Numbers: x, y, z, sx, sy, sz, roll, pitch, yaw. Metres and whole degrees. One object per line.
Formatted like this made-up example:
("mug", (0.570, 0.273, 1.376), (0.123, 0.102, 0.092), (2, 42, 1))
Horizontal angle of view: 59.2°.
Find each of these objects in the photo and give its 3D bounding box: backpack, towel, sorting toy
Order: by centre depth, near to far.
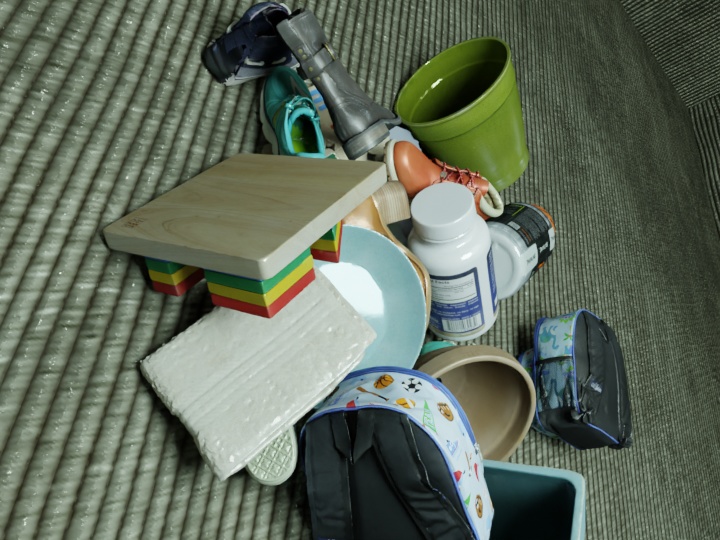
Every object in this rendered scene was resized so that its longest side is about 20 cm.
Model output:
("towel", (-0.090, 0.079, 0.596), (0.199, 0.035, 0.133), (-37, 73, -26))
("sorting toy", (-0.100, -0.040, 0.610), (0.199, 0.196, 0.071), (-44, 133, -45))
("backpack", (0.035, 0.190, 0.622), (0.155, 0.195, 0.194), (-63, 137, -58))
("backpack", (0.345, 0.176, 1.043), (0.181, 0.145, 0.204), (30, 56, -37))

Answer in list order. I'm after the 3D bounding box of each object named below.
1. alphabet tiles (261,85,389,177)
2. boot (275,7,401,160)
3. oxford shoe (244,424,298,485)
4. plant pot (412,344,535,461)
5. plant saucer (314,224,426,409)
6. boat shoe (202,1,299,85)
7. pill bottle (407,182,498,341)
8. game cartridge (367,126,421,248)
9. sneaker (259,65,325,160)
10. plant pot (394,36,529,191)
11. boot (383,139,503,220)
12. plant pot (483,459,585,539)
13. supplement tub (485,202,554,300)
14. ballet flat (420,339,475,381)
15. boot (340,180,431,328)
("alphabet tiles", (-0.030, -0.144, 0.829), (0.195, 0.015, 0.202), (-37, 93, -36))
("boot", (-0.026, -0.230, 0.752), (0.176, 0.068, 0.201), (57, 16, -13))
("oxford shoe", (-0.105, 0.110, 0.631), (0.073, 0.058, 0.204), (-14, 70, -6))
("plant pot", (0.108, 0.165, 0.784), (0.200, 0.202, 0.093), (35, 10, -33))
("plant saucer", (-0.023, 0.052, 0.709), (0.196, 0.039, 0.207), (-1, 93, -16))
("boat shoe", (-0.101, -0.292, 0.793), (0.075, 0.092, 0.200), (56, 40, -12))
("pill bottle", (0.122, -0.011, 0.844), (0.203, 0.108, 0.112), (72, 28, -42))
("game cartridge", (0.059, -0.123, 0.931), (0.132, 0.040, 0.205), (11, 59, -51))
("sneaker", (-0.071, -0.173, 0.745), (0.076, 0.080, 0.204), (-1, 55, -21))
("plant pot", (0.186, -0.235, 1.040), (0.194, 0.197, 0.203), (51, 40, -36))
("boot", (0.114, -0.120, 0.856), (0.199, 0.106, 0.077), (34, 55, -41))
("plant pot", (0.151, 0.349, 0.701), (0.202, 0.192, 0.198), (62, 38, -41))
("supplement tub", (0.248, -0.040, 1.054), (0.199, 0.121, 0.125), (-31, 96, -50))
("ballet flat", (0.154, 0.134, 0.911), (0.198, 0.067, 0.072), (19, 44, -46))
("boot", (0.000, 0.000, 0.763), (0.152, 0.076, 0.205), (-17, 104, -25))
